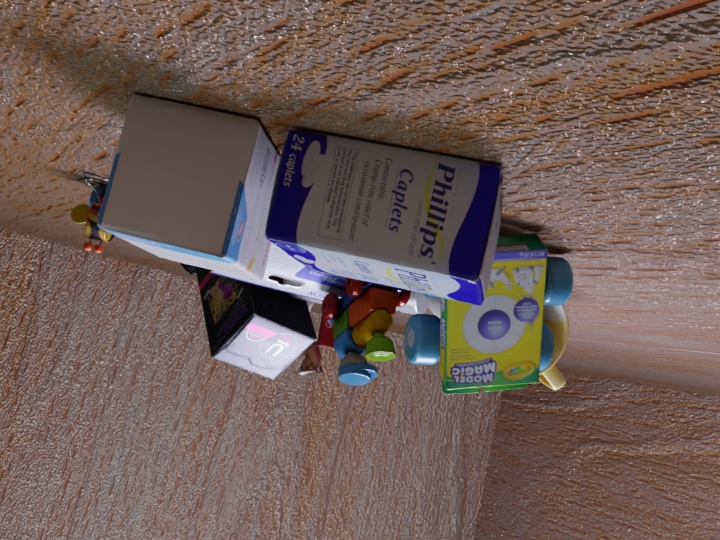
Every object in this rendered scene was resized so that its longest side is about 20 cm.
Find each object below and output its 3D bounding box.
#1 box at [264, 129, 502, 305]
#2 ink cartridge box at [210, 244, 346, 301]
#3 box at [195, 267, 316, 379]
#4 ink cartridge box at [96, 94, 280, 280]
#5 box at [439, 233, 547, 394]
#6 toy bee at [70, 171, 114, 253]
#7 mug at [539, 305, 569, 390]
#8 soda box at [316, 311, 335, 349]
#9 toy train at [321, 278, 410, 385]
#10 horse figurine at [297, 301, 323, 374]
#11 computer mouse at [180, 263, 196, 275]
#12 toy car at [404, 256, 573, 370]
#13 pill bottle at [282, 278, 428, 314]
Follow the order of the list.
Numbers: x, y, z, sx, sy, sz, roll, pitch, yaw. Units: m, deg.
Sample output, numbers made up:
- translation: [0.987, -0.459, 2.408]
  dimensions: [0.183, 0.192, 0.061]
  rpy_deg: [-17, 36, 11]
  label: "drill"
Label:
- translation: [0.032, -0.045, 0.842]
  dimensions: [0.198, 0.106, 0.184]
  rpy_deg: [11, 174, 11]
  label: "box"
- translation: [-0.051, -0.031, 1.070]
  dimensions: [0.196, 0.047, 0.199]
  rpy_deg: [16, 150, -36]
  label: "ink cartridge box"
- translation: [-0.158, 0.039, 1.289]
  dimensions: [0.122, 0.201, 0.106]
  rpy_deg: [26, 123, -39]
  label: "box"
- translation: [-0.155, -0.072, 0.869]
  dimensions: [0.124, 0.130, 0.200]
  rpy_deg: [13, 173, 5]
  label: "ink cartridge box"
- translation: [0.150, 0.062, 1.011]
  dimensions: [0.116, 0.202, 0.048]
  rpy_deg: [-4, -153, -4]
  label: "box"
- translation: [-0.410, -0.081, 1.383]
  dimensions: [0.130, 0.110, 0.200]
  rpy_deg: [12, 173, 26]
  label: "toy bee"
- translation: [0.242, 0.105, 1.419]
  dimensions: [0.148, 0.189, 0.153]
  rpy_deg: [-8, -175, -9]
  label: "mug"
- translation: [-0.020, 0.076, 1.351]
  dimensions: [0.069, 0.064, 0.200]
  rpy_deg: [12, -175, 2]
  label: "soda box"
- translation: [0.025, 0.058, 1.078]
  dimensions: [0.084, 0.117, 0.200]
  rpy_deg: [12, 149, -25]
  label: "toy train"
- translation: [-0.112, 0.069, 1.357]
  dimensions: [0.132, 0.202, 0.050]
  rpy_deg: [-16, 148, 37]
  label: "horse figurine"
- translation: [-0.194, -0.011, 1.455]
  dimensions: [0.198, 0.053, 0.138]
  rpy_deg: [-12, -172, -22]
  label: "computer mouse"
- translation: [0.141, 0.020, 1.133]
  dimensions: [0.182, 0.179, 0.200]
  rpy_deg: [4, -156, -15]
  label: "toy car"
- translation: [0.000, 0.000, 1.227]
  dimensions: [0.198, 0.116, 0.114]
  rpy_deg: [11, 173, 20]
  label: "pill bottle"
